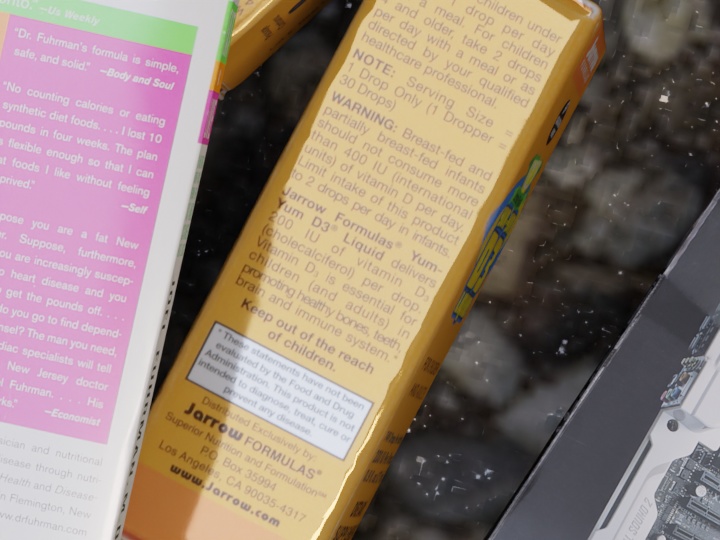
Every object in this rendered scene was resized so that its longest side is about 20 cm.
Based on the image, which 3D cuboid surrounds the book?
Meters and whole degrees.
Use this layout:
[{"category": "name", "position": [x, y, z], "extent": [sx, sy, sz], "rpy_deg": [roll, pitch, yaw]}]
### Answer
[{"category": "book", "position": [-0.115, -0.002, 0.783], "extent": [0.133, 0.048, 0.200], "rpy_deg": [14, 91, 0]}]

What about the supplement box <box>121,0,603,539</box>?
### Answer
[{"category": "supplement box", "position": [0.000, 0.000, 0.876], "extent": [0.069, 0.067, 0.200], "rpy_deg": [26, 90, 7]}]

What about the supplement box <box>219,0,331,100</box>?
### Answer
[{"category": "supplement box", "position": [0.006, -0.143, 0.892], "extent": [0.200, 0.067, 0.069], "rpy_deg": [-45, 83, 1]}]

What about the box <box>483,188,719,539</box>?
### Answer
[{"category": "box", "position": [0.144, 0.096, 0.856], "extent": [0.200, 0.050, 0.158], "rpy_deg": [34, 78, 7]}]
